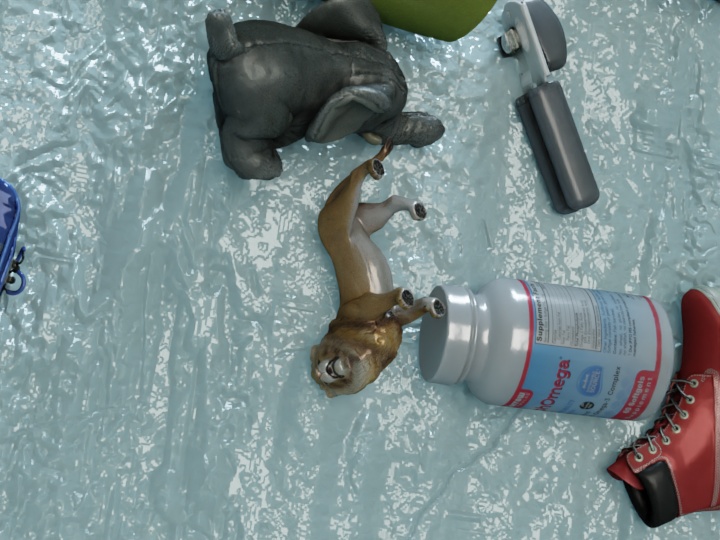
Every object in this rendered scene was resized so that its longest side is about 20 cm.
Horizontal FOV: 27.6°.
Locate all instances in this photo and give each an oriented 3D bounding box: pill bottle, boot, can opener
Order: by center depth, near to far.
[{"bbox_3d":[0.156,0.065,1.248,0.199,0.109,0.109,7,81,-14],"label":"pill bottle"},{"bbox_3d":[0.278,0.120,1.296,0.143,0.072,0.201,-10,89,-15],"label":"boot"},{"bbox_3d":[0.172,-0.151,1.310,0.066,0.053,0.201,-15,87,-17],"label":"can opener"}]

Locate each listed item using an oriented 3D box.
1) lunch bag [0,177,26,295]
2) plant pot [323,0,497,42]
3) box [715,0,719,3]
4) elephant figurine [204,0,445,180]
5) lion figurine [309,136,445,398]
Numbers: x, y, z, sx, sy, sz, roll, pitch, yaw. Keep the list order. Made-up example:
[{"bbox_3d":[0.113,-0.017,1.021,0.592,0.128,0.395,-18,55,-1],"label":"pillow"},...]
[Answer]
[{"bbox_3d":[-0.349,-0.022,1.111,0.199,0.132,0.137,18,78,-11],"label":"lunch bag"},{"bbox_3d":[0.024,-0.287,1.240,0.200,0.187,0.188,33,75,-24],"label":"plant pot"},{"bbox_3d":[0.317,-0.372,1.348,0.196,0.117,0.201,17,80,-12],"label":"box"},{"bbox_3d":[-0.022,-0.156,1.208,0.199,0.155,0.142,-9,101,-6],"label":"elephant figurine"},{"bbox_3d":[0.000,0.000,1.225,0.072,0.122,0.201,10,67,-43],"label":"lion figurine"}]
